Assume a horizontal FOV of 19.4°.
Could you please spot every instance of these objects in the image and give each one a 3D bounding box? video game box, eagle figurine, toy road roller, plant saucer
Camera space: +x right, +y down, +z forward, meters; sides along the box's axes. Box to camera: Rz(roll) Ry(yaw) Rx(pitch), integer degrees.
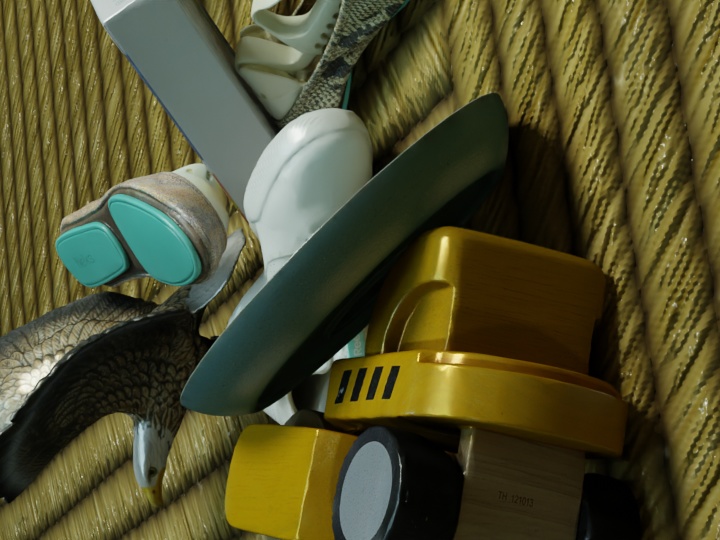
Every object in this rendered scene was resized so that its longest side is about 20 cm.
[{"bbox_3d":[-0.099,-0.123,1.187,0.200,0.047,0.182,55,-175,-39],"label":"video game box"},{"bbox_3d":[-0.143,0.066,1.237,0.152,0.199,0.151,113,149,-43],"label":"eagle figurine"},{"bbox_3d":[0.037,0.063,0.918,0.200,0.122,0.147,-10,68,63],"label":"toy road roller"},{"bbox_3d":[0.000,0.000,0.953,0.027,0.200,0.200,46,146,6],"label":"plant saucer"}]

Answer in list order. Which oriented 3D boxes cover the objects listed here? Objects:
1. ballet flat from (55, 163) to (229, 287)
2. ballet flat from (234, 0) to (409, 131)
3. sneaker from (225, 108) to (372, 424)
[{"bbox_3d":[-0.114,-0.031,1.197,0.200,0.067,0.068,0,124,61],"label":"ballet flat"},{"bbox_3d":[-0.025,-0.128,1.114,0.200,0.075,0.068,123,144,-53],"label":"ballet flat"},{"bbox_3d":[-0.018,0.008,1.127,0.089,0.075,0.201,53,145,37],"label":"sneaker"}]
